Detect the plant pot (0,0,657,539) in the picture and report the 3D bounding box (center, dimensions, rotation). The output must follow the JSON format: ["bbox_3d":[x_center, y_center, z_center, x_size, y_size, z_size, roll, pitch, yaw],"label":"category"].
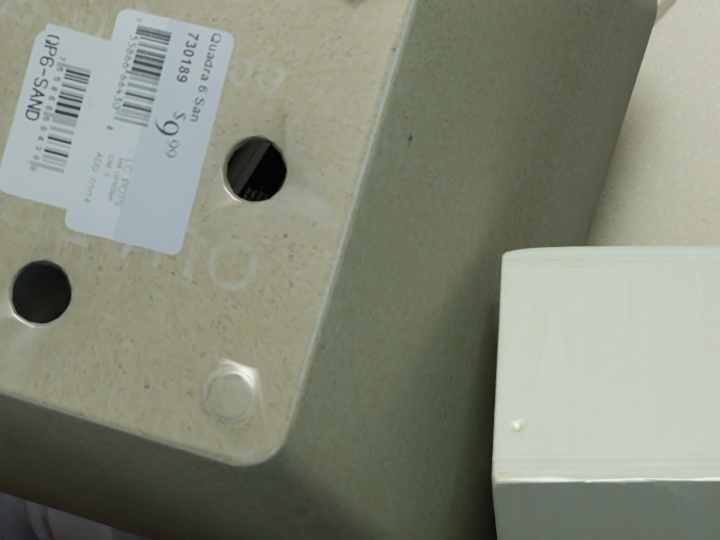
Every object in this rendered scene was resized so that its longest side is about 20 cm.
[{"bbox_3d":[-0.049,-0.026,0.770,0.199,0.177,0.201,16,87,12],"label":"plant pot"}]

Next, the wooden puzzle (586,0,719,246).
[{"bbox_3d":[0.123,-0.028,0.890,0.199,0.037,0.186,-5,82,5],"label":"wooden puzzle"}]

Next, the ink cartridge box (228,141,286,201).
[{"bbox_3d":[-0.080,-0.118,0.912,0.200,0.043,0.199,34,93,20],"label":"ink cartridge box"}]

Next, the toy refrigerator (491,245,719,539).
[{"bbox_3d":[0.071,0.085,0.799,0.069,0.201,0.076,-1,51,7],"label":"toy refrigerator"}]

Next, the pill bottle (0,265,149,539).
[{"bbox_3d":[-0.151,0.031,0.934,0.199,0.110,0.110,14,54,19],"label":"pill bottle"}]

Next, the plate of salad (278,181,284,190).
[{"bbox_3d":[0.050,-0.031,0.996,0.199,0.048,0.201,-4,49,5],"label":"plate of salad"}]
